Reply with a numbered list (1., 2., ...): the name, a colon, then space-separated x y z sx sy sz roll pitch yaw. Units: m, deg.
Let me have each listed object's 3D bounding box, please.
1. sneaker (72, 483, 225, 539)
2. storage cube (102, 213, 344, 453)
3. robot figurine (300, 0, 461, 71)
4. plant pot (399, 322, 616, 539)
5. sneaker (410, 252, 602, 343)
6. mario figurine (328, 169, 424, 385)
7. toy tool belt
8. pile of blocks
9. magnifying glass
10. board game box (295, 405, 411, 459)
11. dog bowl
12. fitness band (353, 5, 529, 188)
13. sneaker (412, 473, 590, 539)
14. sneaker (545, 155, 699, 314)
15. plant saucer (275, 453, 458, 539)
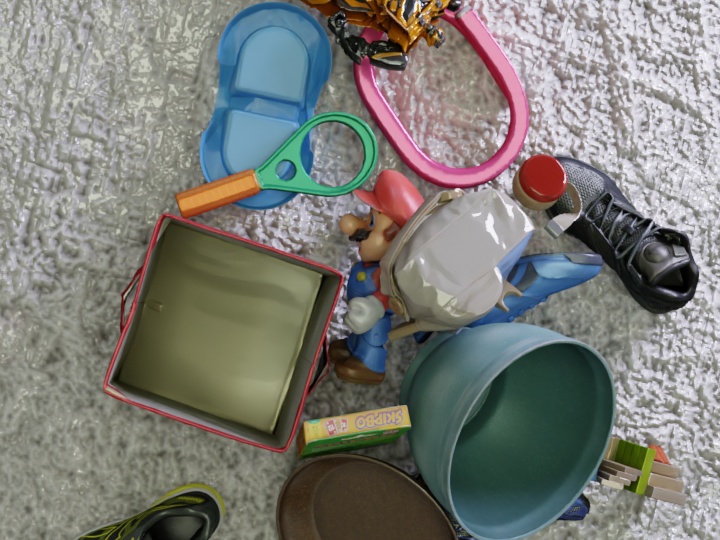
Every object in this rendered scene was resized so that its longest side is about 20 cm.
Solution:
1. sneaker: -0.221 0.267 1.565 0.199 0.085 0.075 -34 92 -5
2. storage cube: -0.128 0.057 1.529 0.198 0.180 0.172 19 88 -7
3. robot figurine: 0.001 -0.281 1.579 0.199 0.058 0.145 36 64 8
4. plant pot: 0.120 0.131 1.528 0.199 0.134 0.202 -18 122 -31
5. sneaker: 0.140 0.027 1.601 0.198 0.066 0.079 -10 85 10
6. mario figurine: 0.000 0.000 1.571 0.105 0.123 0.202 2 106 -46
7. toy tool belt: 0.103 -0.018 1.519 0.125 0.123 0.200 44 66 6
8. pile of blocks: 0.230 0.174 1.615 0.198 0.082 0.063 16 88 -5
9. magnifying glass: -0.079 -0.092 1.567 0.198 0.022 0.080 -19 93 -8
10. board game box: -0.009 0.151 1.530 0.095 0.200 0.030 -9 83 -6
11. dog bowl: -0.093 -0.157 1.599 0.110 0.050 0.202 11 88 -6
12. fitness band: 0.080 -0.177 1.624 0.143 0.037 0.201 -35 92 -5
13. sneaker: 0.127 0.240 1.617 0.198 0.075 0.079 -3 100 1
14. sneaker: 0.257 -0.041 1.604 0.076 0.114 0.200 -42 92 -9
15. plant saucer: 0.014 0.254 1.571 0.199 0.037 0.202 14 122 22
